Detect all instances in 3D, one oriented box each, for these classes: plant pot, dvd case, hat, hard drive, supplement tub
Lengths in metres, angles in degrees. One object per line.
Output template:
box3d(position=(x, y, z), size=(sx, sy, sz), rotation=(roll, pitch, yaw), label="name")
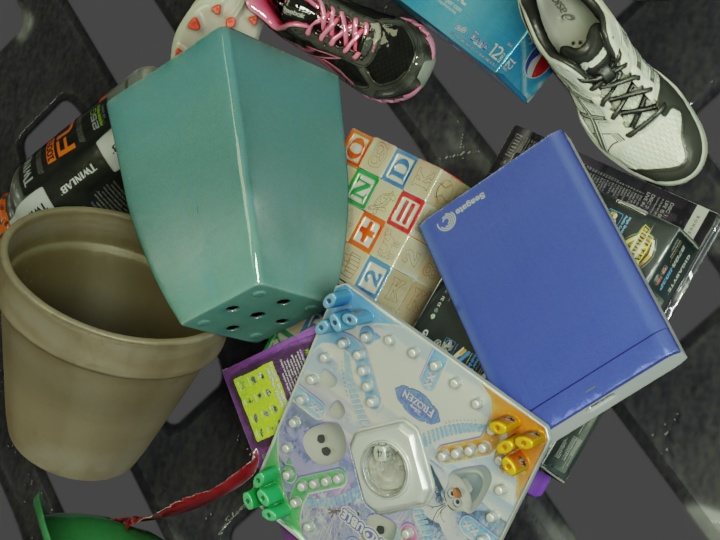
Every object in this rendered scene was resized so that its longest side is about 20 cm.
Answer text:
box3d(position=(-0.221, 0.071, 1.317), size=(0.200, 0.199, 0.175), rotation=(43, 124, 36), label="plant pot")
box3d(position=(0.160, -0.013, 1.211), size=(0.199, 0.016, 0.150), rotation=(28, 88, 38), label="dvd case")
box3d(position=(-0.157, 0.230, 1.280), size=(0.175, 0.200, 0.167), rotation=(-21, 102, -12), label="hat")
box3d(position=(0.133, 0.013, 1.133), size=(0.131, 0.025, 0.201), rotation=(-34, 56, 17), label="hard drive")
box3d(position=(-0.227, -0.080, 1.416), size=(0.199, 0.122, 0.123), rotation=(-36, 57, 15), label="supplement tub")
box3d(position=(-0.095, -0.055, 1.252), size=(0.141, 0.141, 0.202), rotation=(-26, 64, 34), label="plant pot")

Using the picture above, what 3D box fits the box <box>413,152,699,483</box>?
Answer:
box3d(position=(0.132, 0.030, 1.171), size=(0.158, 0.046, 0.201), rotation=(28, 87, 38), label="box")

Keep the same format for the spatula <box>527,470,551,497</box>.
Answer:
box3d(position=(0.089, 0.189, 1.174), size=(0.056, 0.021, 0.201), rotation=(32, 88, 35), label="spatula")

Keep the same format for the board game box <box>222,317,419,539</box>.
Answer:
box3d(position=(-0.024, 0.148, 1.202), size=(0.120, 0.032, 0.202), rotation=(-26, 82, 39), label="board game box")

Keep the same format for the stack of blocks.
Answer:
box3d(position=(0.000, 0.000, 1.273), size=(0.115, 0.058, 0.201), rotation=(28, 91, 45), label="stack of blocks")

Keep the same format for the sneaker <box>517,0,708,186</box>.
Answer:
box3d(position=(0.179, -0.143, 1.173), size=(0.076, 0.088, 0.200), rotation=(-41, 83, 14), label="sneaker")

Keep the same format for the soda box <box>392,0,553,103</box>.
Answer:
box3d(position=(0.083, -0.225, 1.312), size=(0.068, 0.064, 0.200), rotation=(-50, 54, 5), label="soda box")

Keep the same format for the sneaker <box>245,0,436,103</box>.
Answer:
box3d(position=(-0.024, -0.205, 1.348), size=(0.199, 0.095, 0.080), rotation=(30, 99, 37), label="sneaker")

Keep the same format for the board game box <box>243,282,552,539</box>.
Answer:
box3d(position=(0.018, 0.144, 1.142), size=(0.199, 0.026, 0.201), rotation=(35, 115, 26), label="board game box")

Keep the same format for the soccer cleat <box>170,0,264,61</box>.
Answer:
box3d(position=(-0.108, -0.257, 1.452), size=(0.201, 0.069, 0.078), rotation=(-56, 12, 16), label="soccer cleat")
